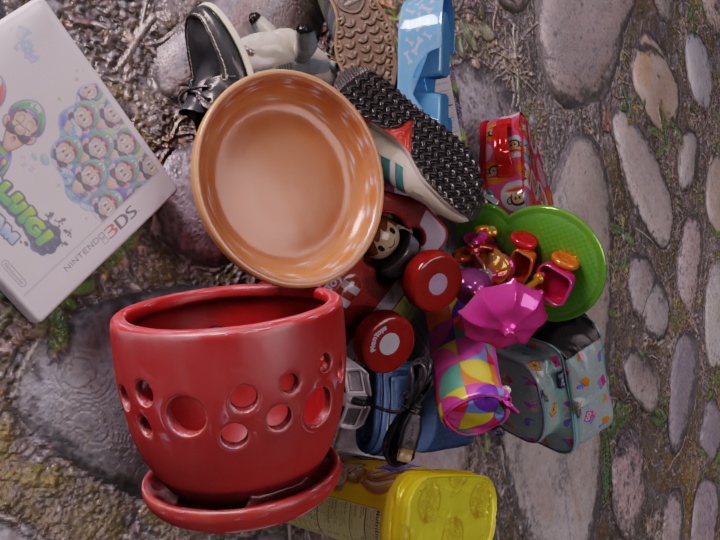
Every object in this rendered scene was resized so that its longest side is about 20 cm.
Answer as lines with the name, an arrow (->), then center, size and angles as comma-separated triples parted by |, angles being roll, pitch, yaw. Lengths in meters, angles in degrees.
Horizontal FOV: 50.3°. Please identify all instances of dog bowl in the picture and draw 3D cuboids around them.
dog bowl -> 0.073, -0.206, 0.850 | 0.111, 0.049, 0.201 | -40, 132, -72

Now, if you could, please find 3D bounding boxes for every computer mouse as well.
computer mouse -> -0.017, 0.117, 0.769 | 0.044, 0.199, 0.110 | -13, 113, -54

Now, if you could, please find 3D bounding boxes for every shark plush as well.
shark plush -> -0.073, -0.204, 0.842 | 0.084, 0.091, 0.200 | -63, 154, -2

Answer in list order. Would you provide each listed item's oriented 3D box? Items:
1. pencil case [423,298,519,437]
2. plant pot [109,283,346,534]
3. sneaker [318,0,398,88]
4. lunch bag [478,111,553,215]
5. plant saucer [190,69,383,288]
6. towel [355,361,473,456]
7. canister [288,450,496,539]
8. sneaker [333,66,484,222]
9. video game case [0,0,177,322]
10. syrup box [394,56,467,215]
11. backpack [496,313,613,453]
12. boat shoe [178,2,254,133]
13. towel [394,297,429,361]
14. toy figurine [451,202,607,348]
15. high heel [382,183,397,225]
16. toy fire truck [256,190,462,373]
pencil case -> 0.125, 0.100, 0.911 | 0.088, 0.088, 0.201 | 43, 26, -37
plant pot -> -0.107, 0.116, 0.671 | 0.200, 0.200, 0.184 | -12, 100, -46
sneaker -> -0.004, -0.279, 0.860 | 0.090, 0.067, 0.201 | -18, 86, -81
lunch bag -> 0.210, -0.119, 1.055 | 0.201, 0.082, 0.177 | -80, 151, -42
plant saucer -> -0.067, -0.083, 0.715 | 0.199, 0.037, 0.201 | 3, 85, -35
towel -> 0.077, 0.168, 0.942 | 0.199, 0.048, 0.112 | 8, 83, -46
canister -> 0.017, 0.239, 0.796 | 0.148, 0.199, 0.087 | 15, 78, -46
sneaker -> 0.041, -0.119, 0.806 | 0.200, 0.093, 0.070 | 42, 62, -3
video game case -> -0.267, -0.091, 0.631 | 0.182, 0.024, 0.200 | -53, 124, -34
syrup box -> 0.078, -0.171, 0.964 | 0.081, 0.078, 0.201 | -25, 107, -45
backpack -> 0.256, 0.159, 1.080 | 0.153, 0.176, 0.201 | -36, 116, -23
boat shoe -> -0.140, -0.150, 0.734 | 0.066, 0.074, 0.200 | -25, 112, -37
towel -> 0.076, 0.111, 0.995 | 0.144, 0.023, 0.200 | -54, 125, -32
toy figurine -> 0.161, 0.009, 0.882 | 0.184, 0.199, 0.151 | -31, 146, -51
high heel -> -0.038, -0.095, 0.862 | 0.199, 0.067, 0.096 | -6, 68, -36
toy fire truck -> 0.000, 0.000, 0.818 | 0.168, 0.112, 0.200 | 41, 85, -35
